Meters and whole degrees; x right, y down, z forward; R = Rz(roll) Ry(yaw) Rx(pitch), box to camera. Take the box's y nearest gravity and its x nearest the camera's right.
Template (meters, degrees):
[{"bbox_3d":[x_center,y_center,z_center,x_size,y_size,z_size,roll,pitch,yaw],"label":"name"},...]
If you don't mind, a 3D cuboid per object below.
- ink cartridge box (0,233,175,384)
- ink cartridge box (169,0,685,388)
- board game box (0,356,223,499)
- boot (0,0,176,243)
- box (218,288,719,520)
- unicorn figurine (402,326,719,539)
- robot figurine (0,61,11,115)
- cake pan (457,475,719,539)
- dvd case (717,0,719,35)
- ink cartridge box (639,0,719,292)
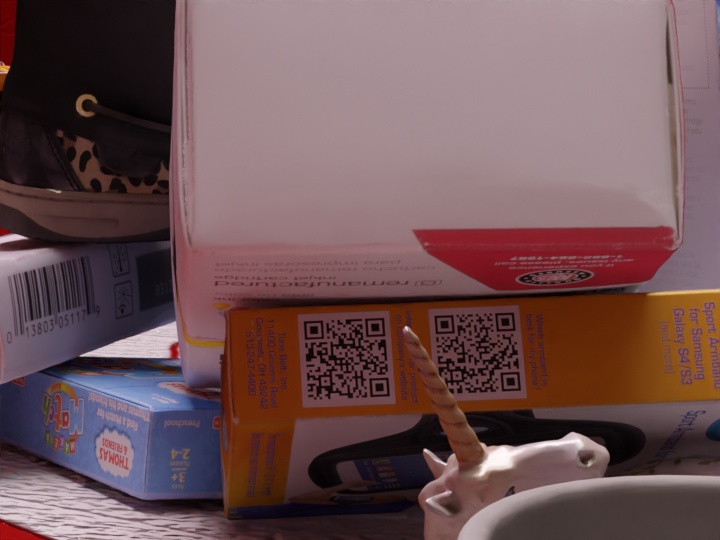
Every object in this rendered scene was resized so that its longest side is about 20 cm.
[{"bbox_3d":[-0.183,0.013,0.932,0.199,0.057,0.162,1,9,24],"label":"ink cartridge box"},{"bbox_3d":[0.012,-0.022,0.758,0.147,0.086,0.200,-2,-15,-5],"label":"ink cartridge box"},{"bbox_3d":[-0.026,0.059,0.912,0.199,0.037,0.151,4,4,-31],"label":"board game box"},{"bbox_3d":[-0.047,-0.093,0.897,0.199,0.152,0.073,-6,16,-23],"label":"boot"},{"bbox_3d":[0.055,0.044,0.751,0.199,0.042,0.119,-1,-20,-4],"label":"box"},{"bbox_3d":[0.093,0.075,0.674,0.136,0.074,0.200,3,-12,12],"label":"unicorn figurine"},{"bbox_3d":[-0.201,-0.046,0.939,0.144,0.059,0.200,13,22,27],"label":"robot figurine"},{"bbox_3d":[0.118,0.089,0.526,0.199,0.037,0.200,6,10,-1],"label":"cake pan"},{"bbox_3d":[0.159,-0.049,1.005,0.142,0.201,0.018,18,-44,-24],"label":"dvd case"},{"bbox_3d":[0.098,-0.067,0.862,0.048,0.201,0.145,-5,6,-33],"label":"ink cartridge box"}]
